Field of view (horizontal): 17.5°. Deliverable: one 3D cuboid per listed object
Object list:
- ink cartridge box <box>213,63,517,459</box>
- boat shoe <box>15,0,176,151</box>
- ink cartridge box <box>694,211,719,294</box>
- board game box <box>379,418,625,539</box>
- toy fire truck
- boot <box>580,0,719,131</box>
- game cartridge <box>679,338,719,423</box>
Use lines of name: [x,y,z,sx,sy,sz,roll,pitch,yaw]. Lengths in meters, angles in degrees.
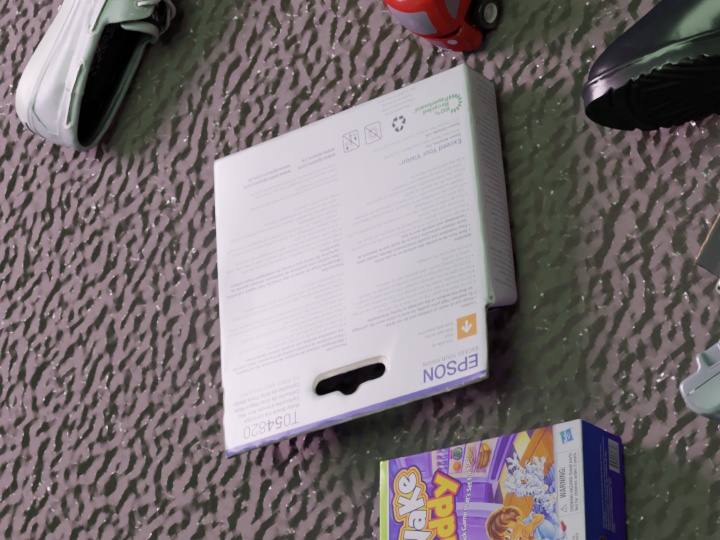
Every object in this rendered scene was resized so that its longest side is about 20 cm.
ink cartridge box: [0.000,0.000,1.393,0.199,0.041,0.201,-18,62,32]
boat shoe: [-0.160,-0.173,1.579,0.071,0.070,0.202,31,97,31]
ink cartridge box: [0.235,-0.070,1.145,0.043,0.173,0.201,29,91,41]
board game box: [0.076,0.192,1.254,0.134,0.045,0.201,-16,64,33]
toy fire truck: [0.051,-0.245,1.382,0.049,0.141,0.201,16,83,41]
boot: [0.200,-0.183,1.281,0.199,0.076,0.169,-23,63,22]
game cartridge: [0.262,0.020,1.115,0.200,0.133,0.041,-38,60,22]
